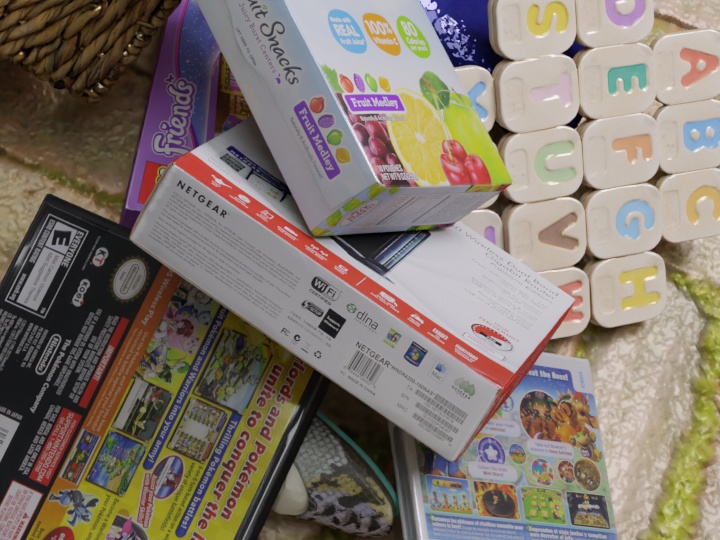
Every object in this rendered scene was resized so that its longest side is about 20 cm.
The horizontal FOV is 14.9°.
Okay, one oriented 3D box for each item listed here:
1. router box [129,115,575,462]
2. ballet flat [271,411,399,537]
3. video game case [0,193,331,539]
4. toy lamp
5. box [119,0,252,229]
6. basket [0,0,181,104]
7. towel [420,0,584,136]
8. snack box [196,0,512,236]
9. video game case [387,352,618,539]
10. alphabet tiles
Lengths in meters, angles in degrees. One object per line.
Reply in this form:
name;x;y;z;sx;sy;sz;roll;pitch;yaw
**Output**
router box;0.000;0.000;1.419;0.199;0.049;0.179;34;20;5
ballet flat;-0.068;0.082;1.463;0.072;0.072;0.200;-38;72;-24
video game case;-0.126;0.084;1.425;0.180;0.026;0.201;23;77;12
toy lamp;0.106;-0.040;1.565;0.199;0.058;0.059;-13;69;-19
box;-0.052;-0.099;1.565;0.136;0.039;0.201;14;64;-7
basket;-0.171;-0.219;1.485;0.148;0.143;0.201;25;39;-25
towel;0.059;-0.165;1.579;0.200;0.050;0.148;42;46;-4
snack box;-0.014;-0.118;1.420;0.142;0.053;0.201;-3;63;-59
video game case;0.081;0.135;1.469;0.143;0.018;0.201;10;62;-35
alphabet tiles;0.121;-0.063;1.528;0.194;0.015;0.201;-9;104;-22
